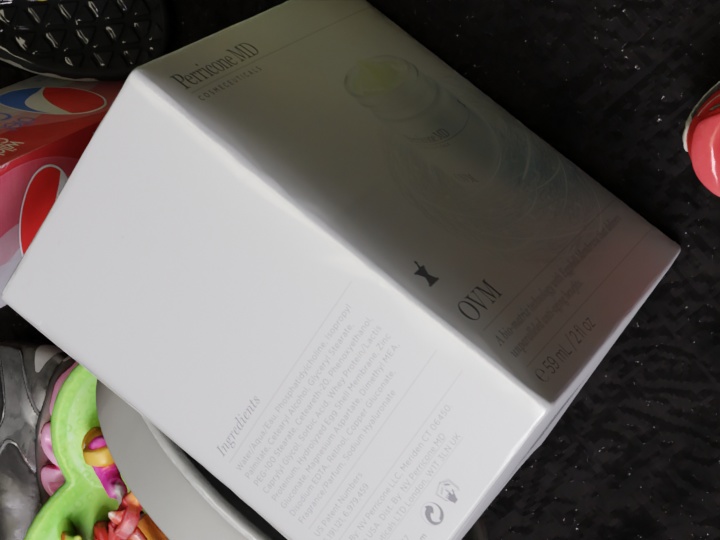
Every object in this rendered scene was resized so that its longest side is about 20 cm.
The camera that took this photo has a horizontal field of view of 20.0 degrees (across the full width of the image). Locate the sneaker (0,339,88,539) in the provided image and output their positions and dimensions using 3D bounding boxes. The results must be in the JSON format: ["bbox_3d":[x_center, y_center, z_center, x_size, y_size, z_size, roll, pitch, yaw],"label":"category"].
[{"bbox_3d":[-0.166,0.125,1.023,0.095,0.079,0.202,16,104,24],"label":"sneaker"}]

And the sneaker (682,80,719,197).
[{"bbox_3d":[0.221,-0.029,0.796,0.198,0.085,0.078,12,111,19],"label":"sneaker"}]

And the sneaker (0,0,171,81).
[{"bbox_3d":[-0.184,-0.135,0.950,0.198,0.083,0.072,14,89,-6],"label":"sneaker"}]

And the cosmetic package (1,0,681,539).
[{"bbox_3d":[0.000,0.000,0.834,0.199,0.199,0.123,37,117,7],"label":"cosmetic package"}]

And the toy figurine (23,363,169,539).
[{"bbox_3d":[-0.070,0.144,0.892,0.149,0.184,0.202,-10,102,-16],"label":"toy figurine"}]

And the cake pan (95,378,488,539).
[{"bbox_3d":[-0.031,0.080,0.871,0.200,0.200,0.037,43,112,5],"label":"cake pan"}]

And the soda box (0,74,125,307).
[{"bbox_3d":[-0.151,-0.037,0.887,0.069,0.200,0.064,11,109,19],"label":"soda box"}]
